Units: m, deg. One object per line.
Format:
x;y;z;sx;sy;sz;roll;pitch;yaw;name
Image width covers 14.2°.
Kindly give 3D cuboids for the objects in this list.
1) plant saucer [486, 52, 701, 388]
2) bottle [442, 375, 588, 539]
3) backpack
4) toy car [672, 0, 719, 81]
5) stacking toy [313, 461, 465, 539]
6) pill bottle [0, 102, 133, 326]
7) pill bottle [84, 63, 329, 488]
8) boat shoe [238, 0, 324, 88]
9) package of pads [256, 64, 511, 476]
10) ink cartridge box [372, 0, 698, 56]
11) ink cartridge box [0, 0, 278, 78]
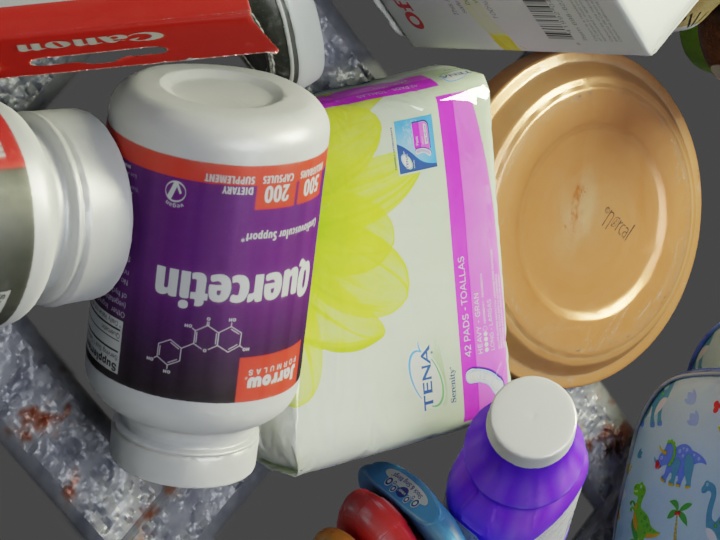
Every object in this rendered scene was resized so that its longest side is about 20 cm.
0.127;-0.030;1.694;0.199;0.032;0.202;-7;102;-37;plant saucer
0.085;0.117;1.593;0.084;0.065;0.200;-46;165;-19;bottle
0.253;0.122;1.719;0.146;0.182;0.201;18;81;-38;backpack
0.183;-0.163;1.645;0.199;0.164;0.159;-11;103;-26;toy car
-0.031;0.203;1.581;0.199;0.116;0.110;-31;121;-15;stacking toy
-0.216;-0.024;1.381;0.199;0.114;0.115;-8;102;-36;pill bottle
-0.080;0.003;1.466;0.112;0.112;0.201;-8;115;-36;pill bottle
-0.088;-0.171;1.489;0.064;0.071;0.201;-39;111;-26;boat shoe
0.000;0.000;1.573;0.154;0.068;0.201;-14;105;-30;package of pads
0.074;-0.194;1.523;0.084;0.199;0.145;-50;123;-23;ink cartridge box
-0.134;-0.136;1.344;0.160;0.200;0.050;-7;107;-11;ink cartridge box
